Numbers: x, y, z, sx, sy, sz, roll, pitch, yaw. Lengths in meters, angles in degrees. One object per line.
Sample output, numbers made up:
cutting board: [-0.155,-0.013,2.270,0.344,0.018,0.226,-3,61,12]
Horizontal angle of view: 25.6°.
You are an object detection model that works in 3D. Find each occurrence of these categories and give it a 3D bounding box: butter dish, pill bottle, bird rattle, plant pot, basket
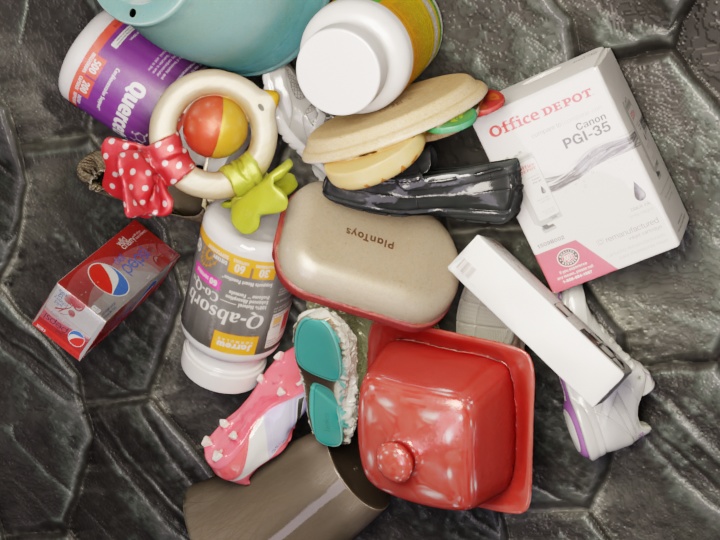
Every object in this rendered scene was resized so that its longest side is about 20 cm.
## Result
butter dish: [0.067,0.172,1.649,0.199,0.148,0.200,12,114,29]
pill bottle: [-0.211,-0.181,1.673,0.200,0.112,0.113,33,117,3]
pill bottle: [-0.132,0.028,1.724,0.116,0.116,0.201,21,121,9]
bird rattle: [-0.158,-0.121,1.596,0.199,0.113,0.164,12,91,-2]
pill bottle: [0.006,-0.217,1.542,0.110,0.200,0.112,6,112,15]
plant pot: [-0.158,-0.294,1.536,0.199,0.188,0.201,2,94,29]
basket: [-0.076,0.273,1.799,0.200,0.136,0.181,-35,75,21]

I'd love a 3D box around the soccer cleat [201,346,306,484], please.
soccer cleat: [-0.088,0.153,1.745,0.200,0.067,0.076,-45,134,1]

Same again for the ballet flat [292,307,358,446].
ballet flat: [-0.030,0.100,1.662,0.071,0.072,0.201,11,135,13]

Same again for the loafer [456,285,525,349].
loafer: [0.146,0.082,1.701,0.072,0.063,0.201,13,112,33]

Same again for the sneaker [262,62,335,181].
sneaker: [-0.029,-0.148,1.660,0.082,0.075,0.200,-29,111,19]

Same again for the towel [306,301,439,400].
towel: [0.013,0.058,1.739,0.148,0.036,0.201,-9,107,21]

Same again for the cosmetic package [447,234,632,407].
cosmetic package: [0.181,0.049,1.587,0.200,0.083,0.051,44,98,12]

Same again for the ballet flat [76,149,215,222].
ballet flat: [-0.222,-0.090,1.749,0.199,0.046,0.068,15,115,11]

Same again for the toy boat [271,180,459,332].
toy boat: [0.000,0.000,1.646,0.199,0.131,0.131,18,150,-9]

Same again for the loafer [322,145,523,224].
loafer: [0.062,-0.089,1.564,0.199,0.068,0.071,4,102,10]

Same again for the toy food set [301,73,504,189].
toy food set: [0.038,-0.138,1.532,0.197,0.200,0.049,-26,104,-15]

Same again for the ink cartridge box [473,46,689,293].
ink cartridge box: [0.219,-0.100,1.586,0.146,0.083,0.201,-22,103,25]

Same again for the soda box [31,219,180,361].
soda box: [-0.274,0.018,1.721,0.070,0.200,0.063,38,117,1]

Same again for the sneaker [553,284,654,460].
sneaker: [0.252,0.095,1.672,0.099,0.075,0.201,-15,103,-3]
